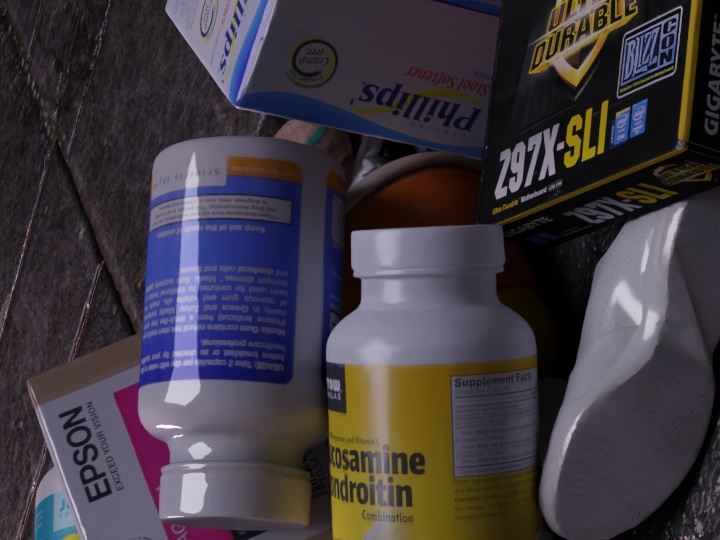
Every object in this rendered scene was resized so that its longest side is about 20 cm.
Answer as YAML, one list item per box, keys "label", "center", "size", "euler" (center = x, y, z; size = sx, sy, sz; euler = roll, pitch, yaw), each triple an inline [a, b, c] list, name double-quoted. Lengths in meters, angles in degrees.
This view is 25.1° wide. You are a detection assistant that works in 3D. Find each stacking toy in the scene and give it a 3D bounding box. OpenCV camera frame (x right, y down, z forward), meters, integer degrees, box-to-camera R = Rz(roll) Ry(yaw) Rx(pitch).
- label: "stacking toy"
  center: [0.065, 0.040, 0.943]
  size: [0.200, 0.145, 0.147]
  euler: [51, 128, 39]

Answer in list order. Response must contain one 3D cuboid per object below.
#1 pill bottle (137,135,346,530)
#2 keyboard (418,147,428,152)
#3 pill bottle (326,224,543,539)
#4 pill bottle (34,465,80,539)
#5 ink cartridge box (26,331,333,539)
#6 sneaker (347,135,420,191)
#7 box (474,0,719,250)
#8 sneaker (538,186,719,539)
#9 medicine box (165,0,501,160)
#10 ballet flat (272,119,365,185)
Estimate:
- label: "pill bottle"
  center: [-0.065, 0.037, 0.887]
  size: [0.112, 0.111, 0.203]
  euler: [-22, 62, 61]
- label: "keyboard"
  center: [0.013, -0.084, 1.202]
  size: [0.200, 0.011, 0.057]
  euler: [45, 117, 59]
- label: "pill bottle"
  center: [0.038, 0.079, 0.842]
  size: [0.112, 0.111, 0.203]
  euler: [-2, 91, 64]
- label: "pill bottle"
  center: [-0.155, 0.192, 1.040]
  size: [0.111, 0.110, 0.202]
  euler: [-45, 43, 50]
- label: "ink cartridge box"
  center: [-0.089, 0.128, 0.961]
  size: [0.075, 0.163, 0.201]
  euler: [84, 161, -57]
- label: "sneaker"
  center: [0.000, 0.000, 1.094]
  size: [0.080, 0.075, 0.203]
  euler: [-6, 73, 44]
- label: "box"
  center: [0.130, -0.108, 0.818]
  size: [0.200, 0.049, 0.162]
  euler: [158, 121, -64]
- label: "sneaker"
  center: [0.139, 0.039, 0.834]
  size: [0.202, 0.075, 0.088]
  euler: [-67, 24, 5]
- label: "medicine box"
  center: [-0.014, -0.171, 1.084]
  size: [0.200, 0.180, 0.104]
  euler: [53, 128, 56]
- label: "ballet flat"
  center: [-0.019, -0.095, 1.144]
  size: [0.067, 0.068, 0.200]
  euler: [-52, 5, 12]
